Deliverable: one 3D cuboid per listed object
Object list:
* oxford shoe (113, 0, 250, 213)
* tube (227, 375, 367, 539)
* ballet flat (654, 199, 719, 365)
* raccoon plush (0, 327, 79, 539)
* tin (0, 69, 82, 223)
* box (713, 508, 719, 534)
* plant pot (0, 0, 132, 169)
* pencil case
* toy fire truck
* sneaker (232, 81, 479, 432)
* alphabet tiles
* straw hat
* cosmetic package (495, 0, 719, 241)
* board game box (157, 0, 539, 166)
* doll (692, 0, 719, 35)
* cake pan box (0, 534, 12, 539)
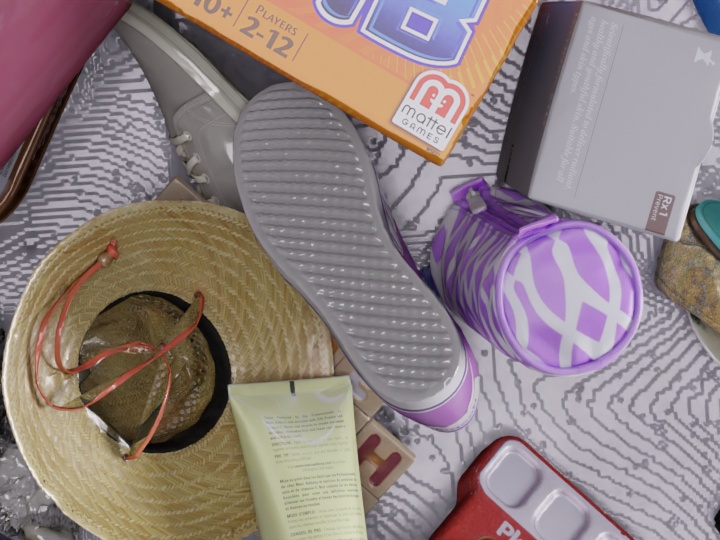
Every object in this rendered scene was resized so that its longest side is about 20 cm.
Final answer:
[{"bbox_3d":[-0.075,-0.068,1.586,0.058,0.075,0.200,-42,98,1],"label":"oxford shoe"},{"bbox_3d":[-0.021,0.155,1.542,0.052,0.058,0.201,-12,82,15],"label":"tube"},{"bbox_3d":[0.230,0.048,1.567,0.071,0.071,0.200,-43,66,4],"label":"ballet flat"},{"bbox_3d":[-0.235,0.107,1.617,0.199,0.097,0.134,-14,113,34],"label":"raccoon plush"},{"bbox_3d":[-0.216,-0.110,1.604,0.112,0.042,0.201,24,95,3],"label":"tin"},{"bbox_3d":[0.328,0.115,1.607,0.200,0.048,0.194,32,92,-1],"label":"box"},{"bbox_3d":[-0.223,-0.129,1.486,0.179,0.200,0.200,-39,93,3],"label":"plant pot"},{"bbox_3d":[0.089,0.000,1.529,0.084,0.200,0.086,-17,100,-8],"label":"pencil case"},{"bbox_3d":[0.109,0.203,1.575,0.200,0.112,0.168,40,57,2],"label":"toy fire truck"},{"bbox_3d":[-0.001,0.001,1.542,0.072,0.114,0.201,-29,69,6],"label":"sneaker"},{"bbox_3d":[-0.075,0.072,1.605,0.200,0.008,0.167,41,112,-2],"label":"alphabet tiles"},{"bbox_3d":[-0.119,0.052,1.555,0.200,0.085,0.202,-3,95,-34],"label":"straw hat"},{"bbox_3d":[0.128,-0.081,1.516,0.090,0.200,0.107,15,92,-1],"label":"cosmetic package"},{"bbox_3d":[0.006,-0.193,1.510,0.199,0.200,0.200,30,95,-2],"label":"board game box"},{"bbox_3d":[0.231,-0.170,1.583,0.199,0.048,0.137,16,94,-1],"label":"doll"},{"bbox_3d":[-0.129,0.216,1.554,0.199,0.184,0.052,28,95,0],"label":"cake pan box"}]
